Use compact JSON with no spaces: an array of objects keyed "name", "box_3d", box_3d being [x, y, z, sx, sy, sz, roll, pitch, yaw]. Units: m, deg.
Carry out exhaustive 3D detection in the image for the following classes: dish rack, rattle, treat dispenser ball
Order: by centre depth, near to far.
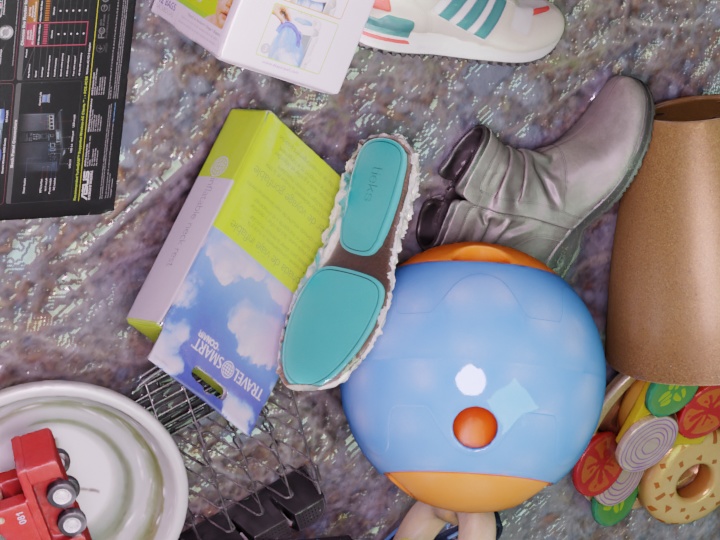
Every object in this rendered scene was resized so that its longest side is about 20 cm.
[{"name":"treat dispenser ball","box_3d":[0.084,0.080,1.686,0.200,0.201,0.202,-15,120,-27]},{"name":"dish rack","box_3d":[-0.109,0.137,1.701,0.153,0.054,0.201,-28,123,-21]},{"name":"rattle","box_3d":[0.035,0.177,1.766,0.142,0.130,0.201,19,70,-10]}]

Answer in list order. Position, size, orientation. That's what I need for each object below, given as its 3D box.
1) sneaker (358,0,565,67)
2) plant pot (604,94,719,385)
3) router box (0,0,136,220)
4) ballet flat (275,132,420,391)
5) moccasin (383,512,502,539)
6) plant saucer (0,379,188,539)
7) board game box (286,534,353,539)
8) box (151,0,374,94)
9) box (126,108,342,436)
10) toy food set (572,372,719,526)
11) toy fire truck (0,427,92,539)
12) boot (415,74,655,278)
[{"name":"sneaker","box_3d":[0.074,-0.206,1.638,0.199,0.070,0.094,0,118,-30]},{"name":"plant pot","box_3d":[0.278,-0.033,1.808,0.185,0.186,0.202,-16,107,-26]},{"name":"router box","box_3d":[-0.231,-0.132,1.479,0.149,0.062,0.201,-5,115,-31]},{"name":"ballet flat","box_3d":[0.000,0.000,1.624,0.072,0.072,0.201,31,76,-39]},{"name":"moccasin","box_3d":[0.036,0.259,1.844,0.080,0.068,0.200,36,92,-40]},{"name":"plant saucer","box_3d":[-0.224,0.157,1.617,0.199,0.050,0.201,-6,119,-10]},{"name":"board game box","box_3d":[-0.098,0.264,1.733,0.199,0.028,0.136,4,126,-50]},{"name":"box","box_3d":[-0.043,-0.238,1.518,0.101,0.112,0.201,14,104,-36]},{"name":"box","box_3d":[-0.084,0.001,1.613,0.122,0.047,0.201,41,68,-39]},{"name":"toy food set","box_3d":[0.264,0.137,1.924,0.197,0.049,0.201,1,126,-37]},{"name":"toy fire truck","box_3d":[-0.260,0.176,1.561,0.140,0.049,0.201,-17,121,-4]},{"name":"boot","box_3d":[0.136,-0.081,1.749,0.130,0.068,0.201,28,94,-33]}]
